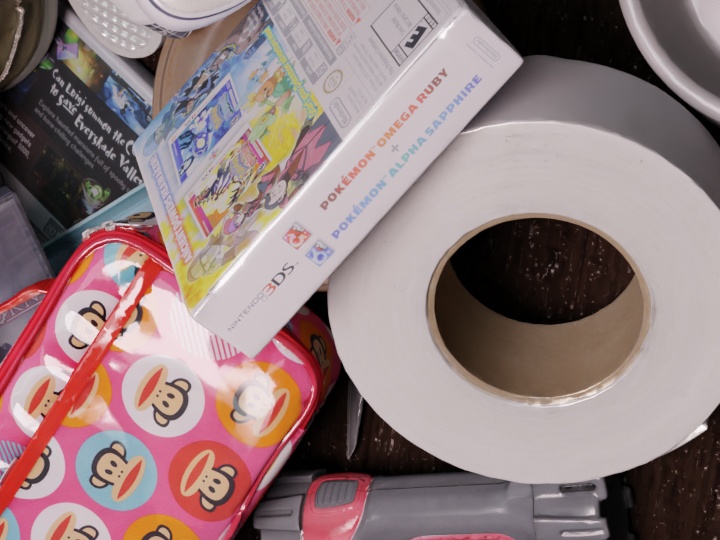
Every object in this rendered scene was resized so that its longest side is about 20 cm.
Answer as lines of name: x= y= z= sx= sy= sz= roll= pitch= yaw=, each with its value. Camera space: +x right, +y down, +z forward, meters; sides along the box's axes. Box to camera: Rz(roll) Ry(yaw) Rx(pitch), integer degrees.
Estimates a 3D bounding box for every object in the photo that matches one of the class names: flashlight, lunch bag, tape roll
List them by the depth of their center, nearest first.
tape roll: x=0.087 y=0.003 z=0.941 sx=0.201 sy=0.071 sz=0.203 roll=4 pitch=121 yaw=6
lunch bag: x=-0.125 y=0.072 z=1.038 sx=0.176 sy=0.082 sz=0.200 roll=34 pitch=106 yaw=1
flashlight: x=0.044 y=0.135 z=1.039 sx=0.199 sy=0.068 sz=0.068 roll=-5 pitch=90 yaw=24

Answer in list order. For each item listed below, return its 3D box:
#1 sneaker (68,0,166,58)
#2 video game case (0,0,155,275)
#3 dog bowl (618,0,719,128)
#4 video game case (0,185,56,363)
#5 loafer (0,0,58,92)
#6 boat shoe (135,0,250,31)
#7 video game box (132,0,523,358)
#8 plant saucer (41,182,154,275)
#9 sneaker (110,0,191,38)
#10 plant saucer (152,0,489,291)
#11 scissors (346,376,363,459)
sneaker: x=-0.136 y=-0.221 z=1.081 sx=0.078 sy=0.079 sz=0.201 roll=0 pitch=121 yaw=34
video game case: x=-0.169 y=-0.042 z=1.148 sx=0.200 sy=0.023 sz=0.182 roll=44 pitch=114 yaw=17
dog bowl: x=0.208 y=-0.151 z=0.914 sx=0.199 sy=0.059 sz=0.201 roll=4 pitch=98 yaw=28
video game case: x=-0.214 y=0.072 z=1.085 sx=0.019 sy=0.142 sz=0.201 roll=34 pitch=151 yaw=55
loafer: x=-0.206 y=-0.167 z=1.067 sx=0.075 sy=0.070 sz=0.200 roll=40 pitch=140 yaw=15
boat shoe: x=-0.034 y=-0.198 z=0.967 sx=0.200 sy=0.070 sz=0.071 roll=-45 pitch=100 yaw=-18
video game box: x=-0.024 y=-0.077 z=0.931 sx=0.182 sy=0.200 sz=0.047 roll=-45 pitch=118 yaw=10
plant saucer: x=-0.153 y=0.010 z=1.122 sx=0.199 sy=0.019 sz=0.070 roll=-28 pitch=83 yaw=27
sneaker: x=-0.080 y=-0.221 z=1.034 sx=0.076 sy=0.080 sz=0.201 roll=14 pitch=71 yaw=51
plant saucer: x=-0.023 y=-0.090 z=1.036 sx=0.199 sy=0.029 sz=0.201 roll=-1 pitch=86 yaw=18
scissors: x=0.000 y=0.000 z=1.071 sx=0.073 sy=0.014 sz=0.201 roll=26 pitch=109 yaw=20
